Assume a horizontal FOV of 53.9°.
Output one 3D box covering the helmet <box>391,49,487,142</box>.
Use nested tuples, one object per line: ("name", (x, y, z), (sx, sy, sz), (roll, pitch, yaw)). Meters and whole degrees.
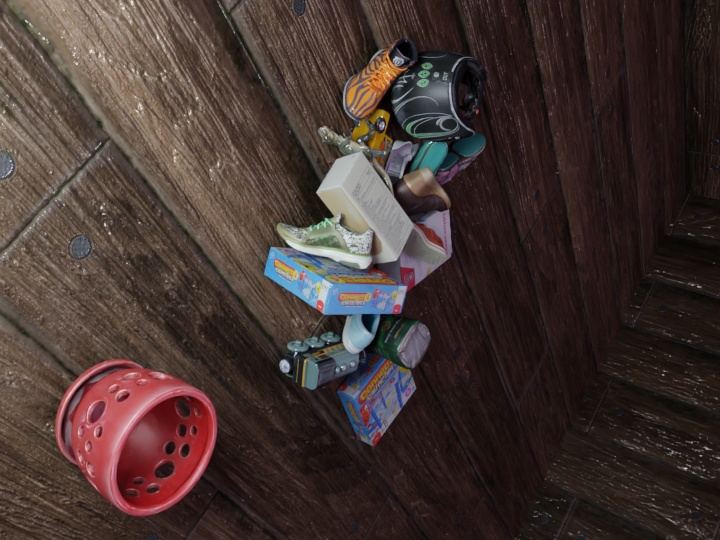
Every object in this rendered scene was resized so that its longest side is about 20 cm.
("helmet", (0.157, -0.367, 1.498), (0.198, 0.189, 0.204), (-8, 101, -47))

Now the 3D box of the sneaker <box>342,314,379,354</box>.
("sneaker", (0.015, 0.084, 1.528), (0.073, 0.082, 0.202), (33, 41, -30))

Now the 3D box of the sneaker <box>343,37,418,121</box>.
("sneaker", (0.041, -0.387, 1.388), (0.077, 0.112, 0.202), (37, 64, -18))

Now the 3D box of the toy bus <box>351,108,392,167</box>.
("toy bus", (0.011, -0.230, 1.466), (0.078, 0.064, 0.203), (20, 89, -54))

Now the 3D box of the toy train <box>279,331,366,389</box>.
("toy train", (-0.076, 0.190, 1.492), (0.199, 0.113, 0.087), (-9, 113, -51))

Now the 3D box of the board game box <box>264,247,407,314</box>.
("board game box", (-0.047, 0.019, 1.348), (0.198, 0.195, 0.057), (2, 109, -44))

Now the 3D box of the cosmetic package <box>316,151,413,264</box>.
("cosmetic package", (0.012, -0.119, 1.383), (0.201, 0.070, 0.106), (52, 50, -28))

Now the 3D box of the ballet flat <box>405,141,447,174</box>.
("ballet flat", (0.136, -0.218, 1.626), (0.201, 0.067, 0.071), (-57, -170, 19))

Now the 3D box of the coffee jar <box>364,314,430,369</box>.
("coffee jar", (0.055, 0.145, 1.576), (0.085, 0.198, 0.105), (48, 67, -35))

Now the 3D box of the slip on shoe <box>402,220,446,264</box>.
("slip on shoe", (0.120, -0.076, 1.553), (0.199, 0.073, 0.062), (28, 46, -43))

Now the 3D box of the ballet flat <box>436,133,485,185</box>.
("ballet flat", (0.238, -0.272, 1.762), (0.199, 0.069, 0.072), (-40, 152, -31))

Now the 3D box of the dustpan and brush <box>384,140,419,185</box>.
("dustpan and brush", (0.092, -0.243, 1.564), (0.201, 0.056, 0.141), (-71, 179, -54))

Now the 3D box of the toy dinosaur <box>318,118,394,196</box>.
("toy dinosaur", (0.013, -0.237, 1.391), (0.088, 0.199, 0.048), (-48, -170, 22))

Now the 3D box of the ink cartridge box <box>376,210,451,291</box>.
("ink cartridge box", (0.125, -0.060, 1.677), (0.199, 0.085, 0.150), (-36, 130, -40))

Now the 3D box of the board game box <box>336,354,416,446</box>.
("board game box", (0.045, 0.294, 1.747), (0.200, 0.055, 0.197), (-49, 139, -29))

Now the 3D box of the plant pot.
("plant pot", (-0.349, 0.245, 1.093), (0.199, 0.181, 0.204), (-25, 123, -45))

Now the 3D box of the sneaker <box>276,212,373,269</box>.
("sneaker", (-0.061, -0.072, 1.347), (0.077, 0.197, 0.090), (-69, 175, -77))

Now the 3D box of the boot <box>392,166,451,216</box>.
("boot", (0.106, -0.146, 1.563), (0.165, 0.073, 0.200), (-34, 155, 10))
